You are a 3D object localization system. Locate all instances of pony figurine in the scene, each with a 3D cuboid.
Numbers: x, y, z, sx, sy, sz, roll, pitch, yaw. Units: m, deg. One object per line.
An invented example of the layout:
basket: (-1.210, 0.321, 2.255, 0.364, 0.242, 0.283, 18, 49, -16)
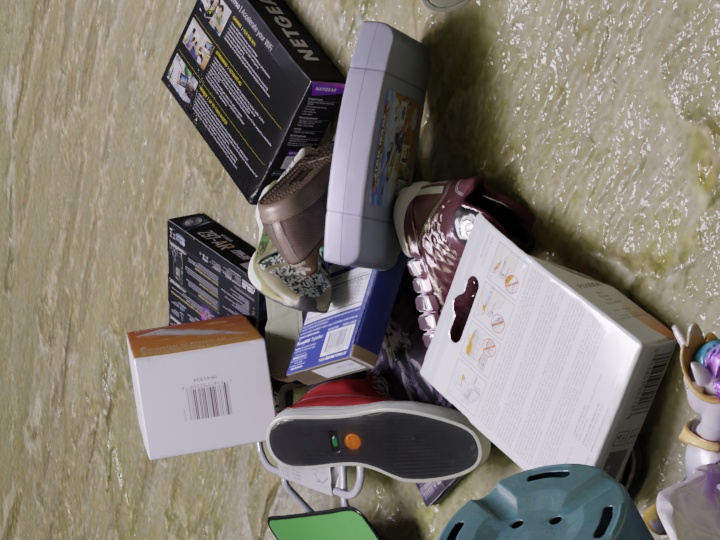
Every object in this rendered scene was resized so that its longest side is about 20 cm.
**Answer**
pony figurine: (0.261, 0.155, 1.335, 0.200, 0.166, 0.193, 86, 160, -44)

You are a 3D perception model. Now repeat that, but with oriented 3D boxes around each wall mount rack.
wall mount rack: (-0.024, 0.200, 1.885, 0.200, 0.074, 0.174, 11, 106, 58)

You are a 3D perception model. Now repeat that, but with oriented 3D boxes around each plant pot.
plant pot: (0.153, 0.258, 1.380, 0.200, 0.200, 0.196, 20, 141, 55)

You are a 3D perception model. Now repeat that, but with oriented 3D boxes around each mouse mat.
mouse mat: (-0.006, 0.299, 1.889, 0.161, 0.008, 0.200, 56, 149, -9)

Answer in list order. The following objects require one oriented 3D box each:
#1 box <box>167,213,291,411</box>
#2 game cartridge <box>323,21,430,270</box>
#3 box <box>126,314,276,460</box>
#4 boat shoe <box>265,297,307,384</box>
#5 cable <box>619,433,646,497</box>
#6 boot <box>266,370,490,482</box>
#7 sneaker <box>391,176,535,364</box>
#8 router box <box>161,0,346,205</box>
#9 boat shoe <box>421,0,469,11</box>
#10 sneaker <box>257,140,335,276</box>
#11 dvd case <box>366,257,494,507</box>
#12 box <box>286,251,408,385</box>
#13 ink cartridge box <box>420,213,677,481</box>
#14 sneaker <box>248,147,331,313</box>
box: (-0.140, 0.047, 2.042, 0.200, 0.043, 0.161, 32, 127, 51)
game cartridge: (0.014, -0.101, 1.611, 0.041, 0.133, 0.201, 9, 91, 13)
box: (-0.155, 0.108, 1.862, 0.200, 0.124, 0.098, -153, 54, -80)
boat shoe: (-0.046, 0.016, 1.850, 0.074, 0.066, 0.200, -23, 58, 38)
cable: (0.181, 0.212, 1.561, 0.097, 0.050, 0.200, 60, 146, 32)
boot: (0.032, 0.127, 1.732, 0.200, 0.144, 0.073, 2, 109, 20)
sneaker: (0.105, 0.015, 1.601, 0.115, 0.076, 0.200, -14, 101, 42)
router box: (-0.105, -0.182, 1.867, 0.200, 0.051, 0.149, 54, 129, 34)
boat shoe: (0.076, -0.302, 1.519, 0.066, 0.074, 0.200, -116, 25, -47)
sneaker: (-0.024, -0.061, 1.682, 0.070, 0.200, 0.076, -9, 109, 35)
dvd case: (0.053, 0.098, 1.768, 0.200, 0.016, 0.149, 64, 148, 20)
box: (0.000, 0.000, 1.737, 0.121, 0.032, 0.200, -20, 50, 59)
ink cartridge box: (0.145, 0.071, 1.535, 0.200, 0.050, 0.162, 43, 125, 40)
sneaker: (-0.055, -0.041, 1.737, 0.200, 0.077, 0.089, -100, 25, -51)
